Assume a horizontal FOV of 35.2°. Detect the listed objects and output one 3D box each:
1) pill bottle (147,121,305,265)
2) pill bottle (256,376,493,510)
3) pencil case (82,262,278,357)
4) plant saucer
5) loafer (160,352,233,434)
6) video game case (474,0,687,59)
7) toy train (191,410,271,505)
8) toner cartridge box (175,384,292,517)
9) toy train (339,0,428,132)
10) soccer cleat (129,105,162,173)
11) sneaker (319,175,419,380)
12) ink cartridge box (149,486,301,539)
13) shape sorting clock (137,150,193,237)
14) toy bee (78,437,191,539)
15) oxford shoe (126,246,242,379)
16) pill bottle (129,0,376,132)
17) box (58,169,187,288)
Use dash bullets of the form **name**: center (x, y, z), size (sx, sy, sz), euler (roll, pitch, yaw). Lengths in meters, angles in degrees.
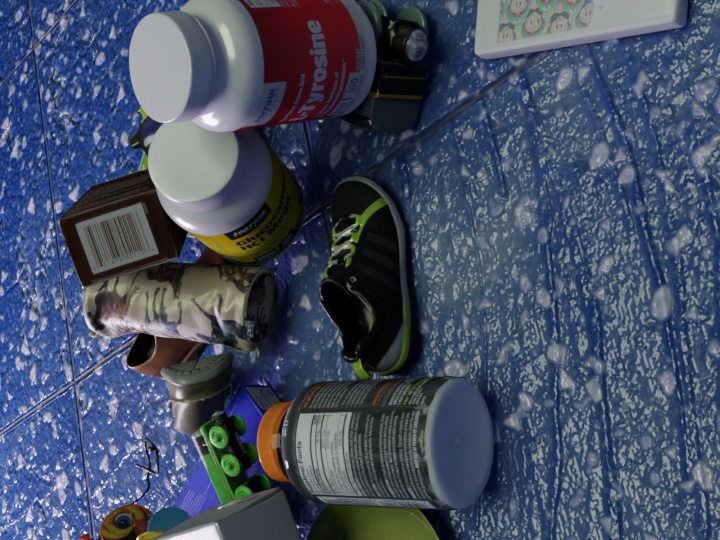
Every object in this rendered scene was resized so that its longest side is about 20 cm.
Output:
- **pill bottle**: center (-0.126, -0.078, 1.071), size (0.111, 0.200, 0.114), euler (-2, 78, 11)
- **pill bottle**: center (0.005, 0.145, 0.963), size (0.198, 0.106, 0.108), euler (-6, 80, 38)
- **pencil case**: center (-0.185, 0.037, 1.160), size (0.197, 0.078, 0.091), euler (3, 84, 16)
- **plant saucer**: center (0.019, 0.291, 0.998), size (0.198, 0.031, 0.203), euler (-10, 77, 46)
- **loafer**: center (-0.158, 0.126, 1.143), size (0.200, 0.074, 0.071), euler (131, 127, -80)
- **video game case**: center (0.178, -0.276, 0.922), size (0.198, 0.023, 0.185), euler (1, 85, 46)
- **toy train**: center (-0.106, 0.230, 1.082), size (0.056, 0.042, 0.202), euler (-21, 93, 34)
- **toner cartridge box**: center (-0.127, 0.224, 1.153), size (0.095, 0.043, 0.201), euler (48, 118, 40)
- **toy train**: center (-0.013, -0.201, 1.076), size (0.199, 0.084, 0.116), euler (24, 111, 46)
- **soccer cleat**: center (-0.187, -0.152, 1.172), size (0.083, 0.065, 0.200), euler (-30, 20, 4)
- **sneaker**: center (0.000, 0.000, 1.025), size (0.071, 0.082, 0.203), euler (-33, 61, 38)
- **ink cartridge box**: center (-0.101, 0.311, 1.008), size (0.145, 0.083, 0.202), euler (-27, 82, 47)
- **shape sorting clock**: center (-0.183, -0.138, 1.271), size (0.198, 0.039, 0.203), euler (-3, 86, 43)
- **toy bee**: center (-0.220, 0.280, 1.129), size (0.200, 0.108, 0.133), euler (41, 139, 46)
- **oxford shoe**: center (-0.191, 0.041, 1.231), size (0.201, 0.071, 0.072), euler (-57, 47, 22)
- **pill bottle**: center (-0.089, -0.177, 0.955), size (0.111, 0.199, 0.114), euler (15, 111, 42)
- **box**: center (-0.231, -0.051, 1.140), size (0.200, 0.099, 0.076), euler (-105, -2, -74)
